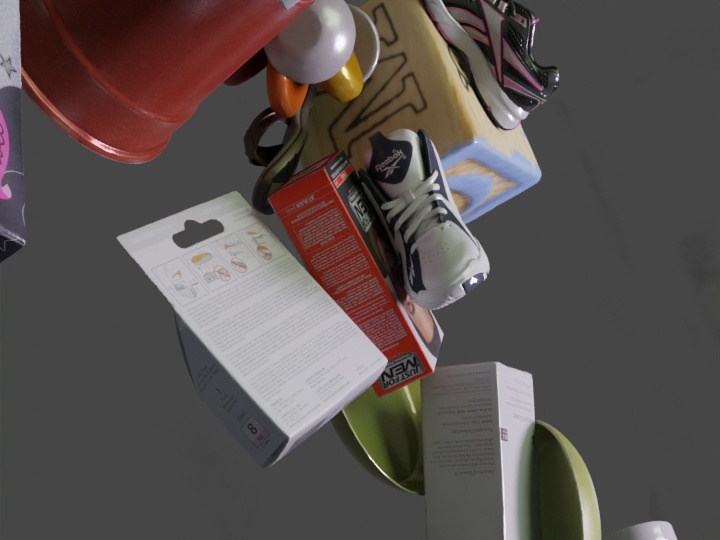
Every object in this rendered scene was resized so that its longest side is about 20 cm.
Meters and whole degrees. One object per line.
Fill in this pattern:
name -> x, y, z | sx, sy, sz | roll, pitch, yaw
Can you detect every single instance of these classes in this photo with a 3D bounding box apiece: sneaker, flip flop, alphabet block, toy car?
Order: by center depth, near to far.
sneaker -> 0.045, -0.057, 0.913 | 0.130, 0.079, 0.200 | 55, 17, -22
toy car -> -0.077, -0.238, 0.955 | 0.175, 0.149, 0.202 | -20, 91, -76
flip flop -> -0.081, -0.131, 1.008 | 0.057, 0.081, 0.201 | 17, 46, -7
sneaker -> 0.135, -0.250, 1.062 | 0.201, 0.086, 0.080 | 57, 23, -8
alphabet block -> 0.050, -0.156, 1.134 | 0.195, 0.195, 0.202 | 14, 51, -60

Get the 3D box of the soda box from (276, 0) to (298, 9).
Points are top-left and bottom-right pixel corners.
soda box -> -0.058, -0.284, 0.738 | 0.064, 0.068, 0.202 | 33, 37, -46

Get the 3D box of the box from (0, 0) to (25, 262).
box -> -0.261, -0.092, 0.554 | 0.132, 0.114, 0.202 | 31, 39, -48

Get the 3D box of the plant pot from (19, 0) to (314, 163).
plant pot -> -0.149, -0.218, 0.809 | 0.201, 0.194, 0.202 | 43, 30, -34

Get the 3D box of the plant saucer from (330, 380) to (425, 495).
plant saucer -> 0.016, 0.118, 0.977 | 0.200, 0.031, 0.201 | 45, 28, -33

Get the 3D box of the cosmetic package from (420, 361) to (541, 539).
cosmetic package -> 0.112, 0.192, 0.956 | 0.113, 0.080, 0.202 | 22, 62, -61

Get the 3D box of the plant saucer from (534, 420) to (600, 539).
plant saucer -> 0.182, 0.246, 0.998 | 0.031, 0.201, 0.202 | 2, 51, -14

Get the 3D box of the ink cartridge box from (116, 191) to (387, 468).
ink cartridge box -> -0.088, 0.040, 0.834 | 0.200, 0.057, 0.162 | 44, 32, 11

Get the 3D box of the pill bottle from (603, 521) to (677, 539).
pill bottle -> 0.356, 0.408, 1.229 | 0.119, 0.119, 0.202 | 31, 38, -48

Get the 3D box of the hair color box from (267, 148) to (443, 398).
hair color box -> 0.000, 0.000, 0.933 | 0.201, 0.061, 0.102 | 62, 16, -10
